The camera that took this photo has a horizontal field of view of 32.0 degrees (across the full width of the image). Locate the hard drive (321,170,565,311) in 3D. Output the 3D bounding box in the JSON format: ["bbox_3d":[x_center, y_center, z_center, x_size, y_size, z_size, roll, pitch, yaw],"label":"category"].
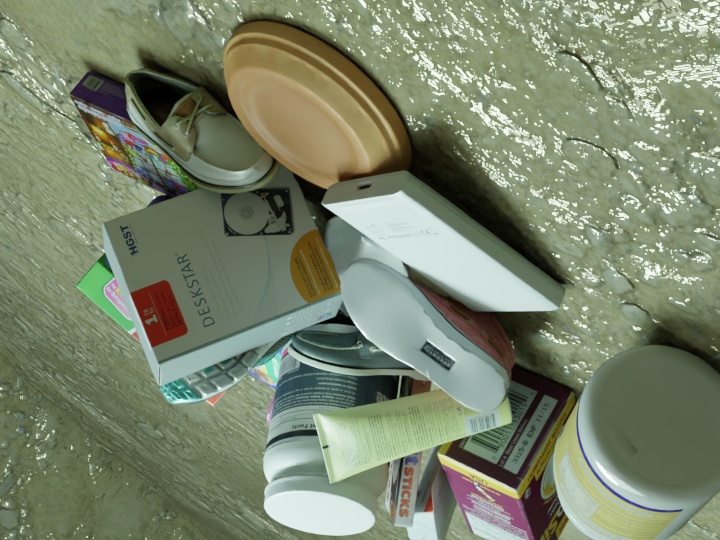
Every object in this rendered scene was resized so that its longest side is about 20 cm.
[{"bbox_3d":[0.075,-0.022,1.138,0.199,0.027,0.131,34,161,-27],"label":"hard drive"}]

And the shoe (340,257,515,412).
[{"bbox_3d":[0.069,0.052,1.241,0.199,0.091,0.072,39,114,-1],"label":"shoe"}]

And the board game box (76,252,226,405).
[{"bbox_3d":[-0.216,0.047,1.429,0.200,0.040,0.153,42,-164,-9],"label":"board game box"}]

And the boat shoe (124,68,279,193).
[{"bbox_3d":[-0.165,-0.139,1.237,0.199,0.075,0.069,27,156,33],"label":"boat shoe"}]

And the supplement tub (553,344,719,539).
[{"bbox_3d":[0.255,0.168,1.148,0.144,0.146,0.201,31,157,12],"label":"supplement tub"}]

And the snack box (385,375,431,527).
[{"bbox_3d":[0.055,0.178,1.403,0.024,0.203,0.072,6,-172,-8],"label":"snack box"}]

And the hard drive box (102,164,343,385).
[{"bbox_3d":[-0.137,0.001,1.248,0.157,0.198,0.077,64,163,14],"label":"hard drive box"}]

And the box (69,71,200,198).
[{"bbox_3d":[-0.215,-0.131,1.379,0.198,0.039,0.137,25,156,26],"label":"box"}]

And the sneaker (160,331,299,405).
[{"bbox_3d":[-0.122,0.082,1.314,0.078,0.199,0.092,45,157,21],"label":"sneaker"}]

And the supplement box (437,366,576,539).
[{"bbox_3d":[0.174,0.214,1.378,0.102,0.132,0.201,21,155,29],"label":"supplement box"}]

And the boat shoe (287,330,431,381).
[{"bbox_3d":[0.024,0.074,1.316,0.197,0.063,0.073,6,-164,-4],"label":"boat shoe"}]

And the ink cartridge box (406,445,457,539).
[{"bbox_3d":[0.095,0.211,1.447,0.056,0.164,0.201,14,152,19],"label":"ink cartridge box"}]

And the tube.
[{"bbox_3d":[0.054,0.155,1.282,0.052,0.197,0.059,79,174,-62],"label":"tube"}]

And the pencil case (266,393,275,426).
[{"bbox_3d":[-0.039,0.222,1.777,0.198,0.088,0.088,21,154,34],"label":"pencil case"}]

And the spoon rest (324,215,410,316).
[{"bbox_3d":[0.000,0.000,1.299,0.099,0.061,0.200,33,159,6],"label":"spoon rest"}]

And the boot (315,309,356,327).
[{"bbox_3d":[-0.035,0.038,1.434,0.073,0.076,0.199,-29,130,35],"label":"boot"}]

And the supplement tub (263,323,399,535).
[{"bbox_3d":[-0.032,0.175,1.388,0.138,0.202,0.141,6,149,4],"label":"supplement tub"}]

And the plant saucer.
[{"bbox_3d":[-0.046,-0.136,1.126,0.199,0.038,0.201,31,158,14],"label":"plant saucer"}]

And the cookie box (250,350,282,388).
[{"bbox_3d":[-0.083,0.101,1.603,0.198,0.076,0.172,29,156,15],"label":"cookie box"}]

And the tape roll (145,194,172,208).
[{"bbox_3d":[-0.180,0.007,1.427,0.200,0.066,0.200,40,-164,-14],"label":"tape roll"}]
